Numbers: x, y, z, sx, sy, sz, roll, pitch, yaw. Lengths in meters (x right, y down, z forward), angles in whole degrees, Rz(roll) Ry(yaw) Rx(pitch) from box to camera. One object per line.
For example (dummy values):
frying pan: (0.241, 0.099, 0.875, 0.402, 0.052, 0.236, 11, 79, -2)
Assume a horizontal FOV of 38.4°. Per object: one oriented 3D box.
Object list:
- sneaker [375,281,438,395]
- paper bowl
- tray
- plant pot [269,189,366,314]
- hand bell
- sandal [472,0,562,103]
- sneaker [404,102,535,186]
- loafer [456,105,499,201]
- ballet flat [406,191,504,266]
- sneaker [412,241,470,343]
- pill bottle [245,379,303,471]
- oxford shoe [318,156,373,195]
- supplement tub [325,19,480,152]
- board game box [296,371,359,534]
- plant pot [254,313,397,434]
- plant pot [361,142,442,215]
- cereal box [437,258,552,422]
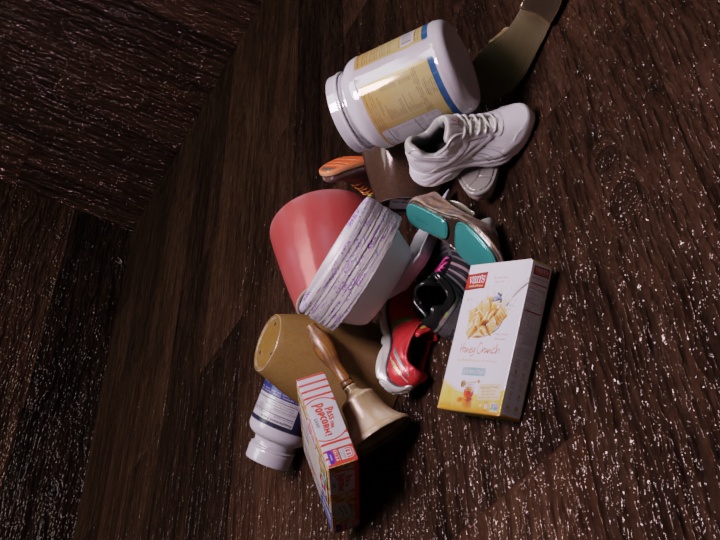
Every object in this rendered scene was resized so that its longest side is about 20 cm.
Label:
sneaker: (0.079, 0.094, 1.546, 0.085, 0.077, 0.201, -23, 46, 33)
paper bowl: (0.000, 0.000, 1.541, 0.201, 0.104, 0.201, -56, 5, 8)
tray: (0.096, -0.038, 1.588, 0.108, 0.022, 0.200, -54, 5, 37)
plant pot: (-0.051, -0.012, 1.788, 0.201, 0.199, 0.178, -50, 36, 38)
hand bell: (-0.022, 0.161, 1.517, 0.201, 0.104, 0.104, 57, 131, 21)
sandal: (0.240, -0.344, 1.580, 0.212, 0.077, 0.070, -55, -7, 14)
sneaker: (0.154, -0.192, 1.479, 0.199, 0.099, 0.078, -25, 58, 7)
loafer: (0.176, -0.181, 1.568, 0.071, 0.063, 0.201, -16, 54, 12)
ballet flat: (0.150, -0.061, 1.474, 0.200, 0.067, 0.068, 39, 141, 37)
sneaker: (0.118, 0.020, 1.470, 0.074, 0.087, 0.201, -51, 27, 37)
pill bottle: (-0.129, 0.243, 1.815, 0.201, 0.110, 0.111, -69, 22, -1)
oxford shoe: (0.010, -0.162, 1.784, 0.071, 0.199, 0.074, 10, 107, 45)
supplement tub: (0.063, -0.269, 1.534, 0.199, 0.145, 0.145, -20, 44, 22)
board game box: (-0.046, 0.268, 1.501, 0.201, 0.046, 0.152, 89, 162, -51)
plant pot: (-0.058, 0.144, 1.623, 0.187, 0.199, 0.187, -48, 29, 38)
plant pot: (0.075, -0.200, 1.687, 0.187, 0.186, 0.202, -25, 60, 60)
cereal box: (0.171, 0.088, 1.327, 0.144, 0.039, 0.202, -8, 66, 62)
